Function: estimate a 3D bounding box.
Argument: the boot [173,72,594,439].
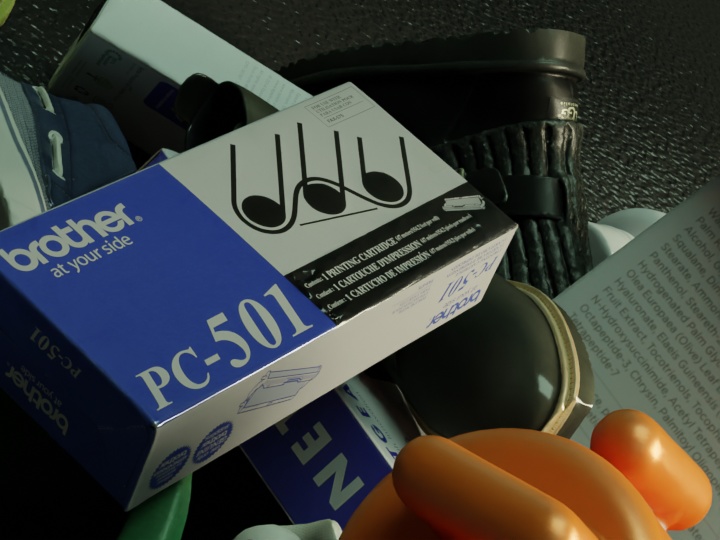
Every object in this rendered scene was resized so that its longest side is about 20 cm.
[{"bbox_3d":[0.000,0.000,0.845,0.138,0.078,0.200,34,5,-34],"label":"boot"}]

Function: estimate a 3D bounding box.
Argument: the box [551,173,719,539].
[{"bbox_3d":[0.185,0.095,0.929,0.201,0.171,0.199,56,3,28],"label":"box"}]

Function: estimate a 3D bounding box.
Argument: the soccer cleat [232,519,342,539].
[{"bbox_3d":[-0.040,0.131,0.661,0.200,0.069,0.087,-23,108,-77],"label":"soccer cleat"}]

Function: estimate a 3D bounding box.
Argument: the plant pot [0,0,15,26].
[{"bbox_3d":[-0.220,-0.246,1.020,0.199,0.185,0.201,27,30,-18],"label":"plant pot"}]

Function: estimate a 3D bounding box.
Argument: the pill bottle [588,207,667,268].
[{"bbox_3d":[0.183,0.029,1.162,0.199,0.109,0.110,14,37,-37],"label":"pill bottle"}]

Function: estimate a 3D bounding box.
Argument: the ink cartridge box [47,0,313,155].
[{"bbox_3d":[-0.055,-0.065,1.040,0.199,0.099,0.039,33,67,-12],"label":"ink cartridge box"}]

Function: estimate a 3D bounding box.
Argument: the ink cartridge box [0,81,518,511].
[{"bbox_3d":[-0.040,0.002,0.738,0.094,0.044,0.199,41,41,20],"label":"ink cartridge box"}]

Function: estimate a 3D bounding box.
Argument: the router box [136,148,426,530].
[{"bbox_3d":[-0.009,0.050,0.913,0.200,0.049,0.179,53,13,20],"label":"router box"}]

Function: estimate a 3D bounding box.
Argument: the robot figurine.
[{"bbox_3d":[0.058,0.127,0.668,0.200,0.116,0.145,50,32,-53],"label":"robot figurine"}]

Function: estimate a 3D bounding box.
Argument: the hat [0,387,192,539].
[{"bbox_3d":[-0.136,0.123,0.755,0.199,0.177,0.166,26,54,16],"label":"hat"}]

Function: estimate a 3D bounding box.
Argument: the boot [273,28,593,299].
[{"bbox_3d":[0.032,-0.040,1.109,0.079,0.210,0.159,3,86,-50],"label":"boot"}]

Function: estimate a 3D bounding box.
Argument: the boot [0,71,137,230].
[{"bbox_3d":[-0.132,-0.020,0.908,0.090,0.073,0.201,12,37,-30],"label":"boot"}]
